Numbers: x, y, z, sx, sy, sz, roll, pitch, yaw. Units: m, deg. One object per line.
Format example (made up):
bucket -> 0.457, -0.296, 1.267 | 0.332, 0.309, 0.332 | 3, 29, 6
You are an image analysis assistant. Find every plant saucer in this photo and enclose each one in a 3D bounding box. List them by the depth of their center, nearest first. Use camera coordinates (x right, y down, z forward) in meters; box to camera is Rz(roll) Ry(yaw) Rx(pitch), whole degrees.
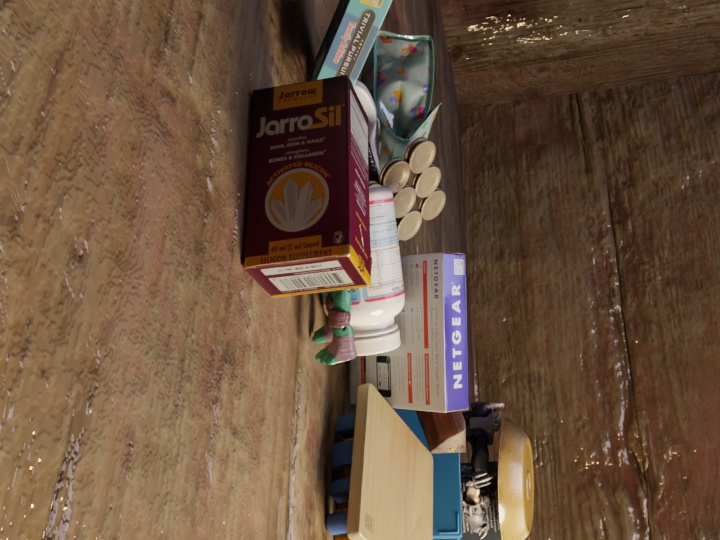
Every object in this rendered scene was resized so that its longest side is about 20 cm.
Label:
plant saucer -> 0.245, 0.332, 1.249 | 0.200, 0.035, 0.205 | -2, 90, -72

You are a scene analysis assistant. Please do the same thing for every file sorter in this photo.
file sorter -> 0.088, 0.322, 1.222 | 0.124, 0.136, 0.203 | 72, 17, -52

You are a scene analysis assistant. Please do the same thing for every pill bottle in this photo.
pill bottle -> 0.000, 0.000, 1.026 | 0.109, 0.107, 0.204 | -30, 115, -76

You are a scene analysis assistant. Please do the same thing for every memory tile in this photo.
memory tile -> 0.039, -0.085, 1.147 | 0.017, 0.199, 0.154 | 40, -17, 36

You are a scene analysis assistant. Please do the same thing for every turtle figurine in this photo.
turtle figurine -> -0.035, -0.006, 0.914 | 0.150, 0.099, 0.204 | -59, 147, -70

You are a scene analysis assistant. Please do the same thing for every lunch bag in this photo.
lunch bag -> 0.059, -0.255, 1.309 | 0.171, 0.119, 0.204 | 112, -22, -68

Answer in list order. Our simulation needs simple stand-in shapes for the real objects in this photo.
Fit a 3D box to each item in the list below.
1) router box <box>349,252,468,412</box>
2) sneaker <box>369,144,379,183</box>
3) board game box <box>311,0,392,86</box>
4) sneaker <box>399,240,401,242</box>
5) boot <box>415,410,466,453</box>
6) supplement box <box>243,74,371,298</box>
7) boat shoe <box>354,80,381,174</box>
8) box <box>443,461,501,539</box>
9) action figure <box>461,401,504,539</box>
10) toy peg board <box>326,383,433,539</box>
router box -> 0.060, 0.083, 1.082 | 0.048, 0.178, 0.204 | 2, 86, -44
sneaker -> -0.015, -0.170, 1.130 | 0.091, 0.069, 0.202 | -96, 175, -49
board game box -> -0.012, -0.300, 1.005 | 0.201, 0.046, 0.153 | -92, -154, -62
sneaker -> 0.038, -0.030, 1.308 | 0.200, 0.073, 0.089 | -56, 144, -72
boot -> 0.080, 0.184, 1.159 | 0.203, 0.063, 0.187 | 66, -24, 21
supplement box -> -0.051, -0.085, 0.821 | 0.086, 0.108, 0.204 | 56, 31, -64
boat shoe -> -0.001, -0.215, 1.205 | 0.201, 0.070, 0.069 | 73, 19, -52
box -> 0.164, 0.399, 1.391 | 0.148, 0.196, 0.109 | 17, 68, -77
action figure -> 0.187, 0.310, 1.248 | 0.131, 0.068, 0.203 | 86, 7, -63
toy peg board -> 0.010, 0.291, 1.035 | 0.200, 0.096, 0.202 | 52, 30, -39
